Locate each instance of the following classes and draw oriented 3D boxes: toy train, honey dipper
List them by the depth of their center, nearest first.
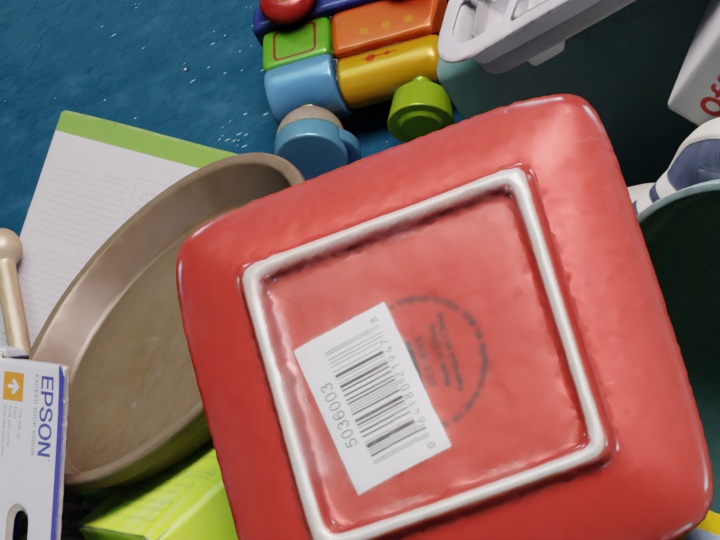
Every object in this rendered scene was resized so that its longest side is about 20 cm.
[{"bbox_3d":[-0.177,0.064,1.385,0.038,0.038,0.201,-21,59,8],"label":"honey dipper"},{"bbox_3d":[0.039,-0.122,1.491,0.199,0.085,0.116,-14,51,15],"label":"toy train"}]

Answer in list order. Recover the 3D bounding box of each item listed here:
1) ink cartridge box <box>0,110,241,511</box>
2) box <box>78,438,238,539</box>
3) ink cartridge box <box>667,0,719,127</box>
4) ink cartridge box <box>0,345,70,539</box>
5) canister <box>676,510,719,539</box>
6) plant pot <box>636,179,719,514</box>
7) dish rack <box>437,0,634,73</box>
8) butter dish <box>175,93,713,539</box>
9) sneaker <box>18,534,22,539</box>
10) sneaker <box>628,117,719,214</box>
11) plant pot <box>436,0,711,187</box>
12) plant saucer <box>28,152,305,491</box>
[{"bbox_3d":[-0.123,0.028,1.425,0.147,0.076,0.201,16,86,40],"label":"ink cartridge box"},{"bbox_3d":[-0.032,0.076,1.249,0.200,0.048,0.122,-40,13,-19],"label":"box"},{"bbox_3d":[0.260,-0.090,1.201,0.199,0.147,0.083,30,57,0],"label":"ink cartridge box"},{"bbox_3d":[-0.212,0.133,1.285,0.199,0.041,0.201,6,93,34],"label":"ink cartridge box"},{"bbox_3d":[0.182,0.186,1.045,0.200,0.086,0.149,17,79,43],"label":"canister"},{"bbox_3d":[0.216,0.040,1.145,0.200,0.201,0.134,17,29,40],"label":"plant pot"},{"bbox_3d":[0.132,-0.180,1.285,0.200,0.044,0.172,-28,32,41],"label":"dish rack"},{"bbox_3d":[0.044,0.055,1.131,0.199,0.148,0.201,-20,71,10],"label":"butter dish"},{"bbox_3d":[-0.252,0.107,1.397,0.200,0.079,0.066,25,70,46],"label":"sneaker"},{"bbox_3d":[0.155,-0.007,1.253,0.085,0.075,0.200,-60,8,-24],"label":"sneaker"},{"bbox_3d":[0.150,-0.129,1.389,0.199,0.141,0.142,-15,40,26],"label":"plant pot"},{"bbox_3d":[-0.093,0.029,1.291,0.200,0.029,0.201,-32,33,24],"label":"plant saucer"}]
